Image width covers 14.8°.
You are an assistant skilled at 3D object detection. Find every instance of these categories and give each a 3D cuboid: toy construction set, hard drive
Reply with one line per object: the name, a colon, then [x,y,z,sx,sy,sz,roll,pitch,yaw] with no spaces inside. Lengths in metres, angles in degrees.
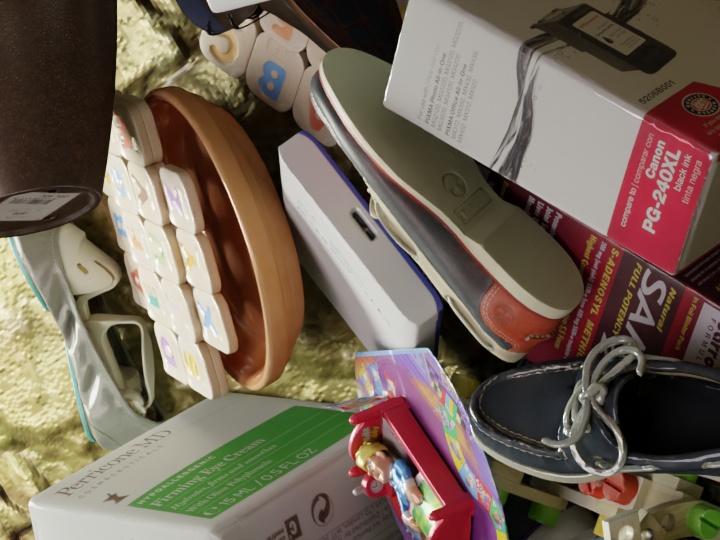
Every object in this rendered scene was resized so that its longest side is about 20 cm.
toy construction set: [0.133,0.125,1.567,0.092,0.131,0.200,-60,35,10]
hard drive: [0.000,0.000,1.654,0.132,0.025,0.200,52,171,11]

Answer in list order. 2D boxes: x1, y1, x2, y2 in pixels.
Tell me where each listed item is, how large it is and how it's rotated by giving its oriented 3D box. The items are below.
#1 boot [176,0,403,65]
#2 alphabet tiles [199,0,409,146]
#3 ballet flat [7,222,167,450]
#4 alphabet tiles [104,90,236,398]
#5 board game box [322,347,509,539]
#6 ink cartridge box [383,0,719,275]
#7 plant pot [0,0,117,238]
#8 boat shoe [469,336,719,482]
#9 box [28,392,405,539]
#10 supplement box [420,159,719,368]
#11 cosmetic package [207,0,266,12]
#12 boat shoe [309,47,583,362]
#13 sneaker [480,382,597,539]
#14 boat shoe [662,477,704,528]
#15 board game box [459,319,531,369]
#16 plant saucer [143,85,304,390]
boot: [-0.050,-0.168,1.651,0.200,0.075,0.097,51,143,20]
alphabet tiles: [-0.035,-0.179,1.683,0.200,0.015,0.196,37,131,20]
ballet flat: [-0.183,0.026,1.894,0.064,0.067,0.200,-16,103,16]
alphabet tiles: [-0.130,-0.017,1.775,0.196,0.015,0.200,25,133,66]
board game box: [0.026,0.127,1.624,0.158,0.039,0.200,72,162,-3]
ink cartridge box: [0.135,-0.101,1.486,0.200,0.145,0.083,32,130,24]
plant pot: [-0.225,-0.128,1.706,0.187,0.187,0.200,-29,69,45]
boat shoe: [0.146,0.078,1.472,0.200,0.075,0.062,9,162,27]
box: [-0.073,0.207,1.786,0.171,0.199,0.200,3,112,40]
supplement box: [0.135,0.009,1.562,0.200,0.061,0.109,32,129,23]
cosmetic package: [0.005,-0.207,1.503,0.102,0.200,0.074,-8,107,42]
boat shoe: [0.038,-0.036,1.534,0.200,0.071,0.063,47,136,6]
sneaker: [0.059,0.153,1.740,0.146,0.081,0.200,54,140,17]
boat shoe: [0.173,0.194,1.666,0.075,0.062,0.200,51,135,8]
board game box: [0.152,0.010,1.612,0.135,0.028,0.200,46,134,13]
plant saucer: [-0.085,-0.024,1.742,0.200,0.037,0.200,56,158,37]
